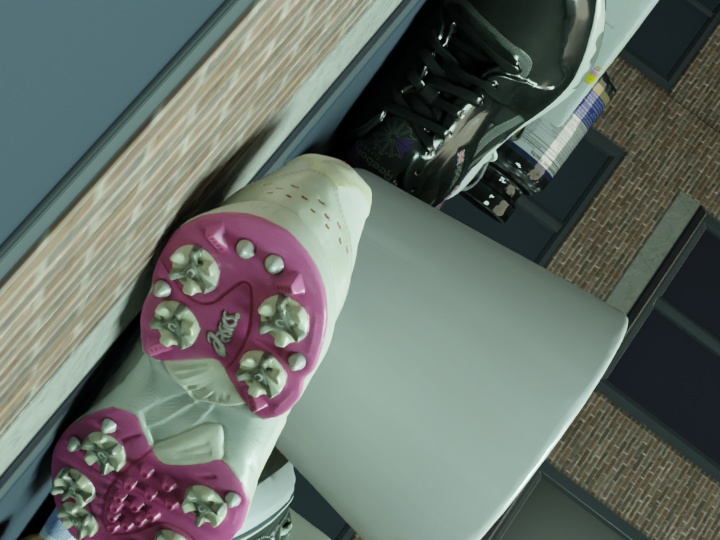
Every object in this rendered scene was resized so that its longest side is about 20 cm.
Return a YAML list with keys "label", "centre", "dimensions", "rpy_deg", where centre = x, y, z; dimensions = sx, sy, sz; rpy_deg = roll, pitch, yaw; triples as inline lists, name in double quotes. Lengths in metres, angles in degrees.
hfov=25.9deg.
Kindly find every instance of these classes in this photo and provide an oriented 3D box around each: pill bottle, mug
- label: "pill bottle"
  centre: [0.187, -0.157, 1.762]
  dimensions: [0.200, 0.112, 0.112]
  rpy_deg: [-53, 177, 0]
- label: "mug"
  centre: [0.002, 0.047, 0.691]
  dimensions: [0.187, 0.153, 0.149]
  rpy_deg: [-54, 178, 29]

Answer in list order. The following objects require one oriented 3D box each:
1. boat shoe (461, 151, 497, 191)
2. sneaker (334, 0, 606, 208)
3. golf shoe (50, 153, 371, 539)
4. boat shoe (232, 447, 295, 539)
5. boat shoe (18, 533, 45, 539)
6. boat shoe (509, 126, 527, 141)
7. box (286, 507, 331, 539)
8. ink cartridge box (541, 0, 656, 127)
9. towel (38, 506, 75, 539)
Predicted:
- label: "boat shoe"
  centre: [0.057, -0.089, 0.866]
  dimensions: [0.073, 0.063, 0.200]
  rpy_deg: [-53, 177, -9]
- label: "sneaker"
  centre: [0.040, -0.073, 0.716]
  dimensions: [0.088, 0.076, 0.200]
  rpy_deg: [-43, 171, -40]
- label: "golf shoe"
  centre: [-0.050, 0.038, 0.572]
  dimensions: [0.200, 0.075, 0.092]
  rpy_deg: [-54, -179, 40]
- label: "boat shoe"
  centre: [-0.060, 0.125, 0.775]
  dimensions: [0.200, 0.072, 0.071]
  rpy_deg: [-17, 102, -82]
- label: "boat shoe"
  centre: [-0.166, 0.197, 0.601]
  dimensions: [0.200, 0.069, 0.071]
  rpy_deg: [-51, 178, 7]
- label: "boat shoe"
  centre: [0.145, -0.179, 1.217]
  dimensions: [0.072, 0.066, 0.201]
  rpy_deg: [-50, 176, -44]
- label: "box"
  centre: [-0.126, 0.216, 0.955]
  dimensions: [0.200, 0.128, 0.109]
  rpy_deg: [-54, 177, 2]
- label: "ink cartridge box"
  centre: [0.158, -0.199, 0.983]
  dimensions: [0.146, 0.083, 0.200]
  rpy_deg: [-53, 177, -19]
- label: "towel"
  centre: [-0.154, 0.150, 0.743]
  dimensions: [0.200, 0.024, 0.147]
  rpy_deg: [-56, 175, 11]
